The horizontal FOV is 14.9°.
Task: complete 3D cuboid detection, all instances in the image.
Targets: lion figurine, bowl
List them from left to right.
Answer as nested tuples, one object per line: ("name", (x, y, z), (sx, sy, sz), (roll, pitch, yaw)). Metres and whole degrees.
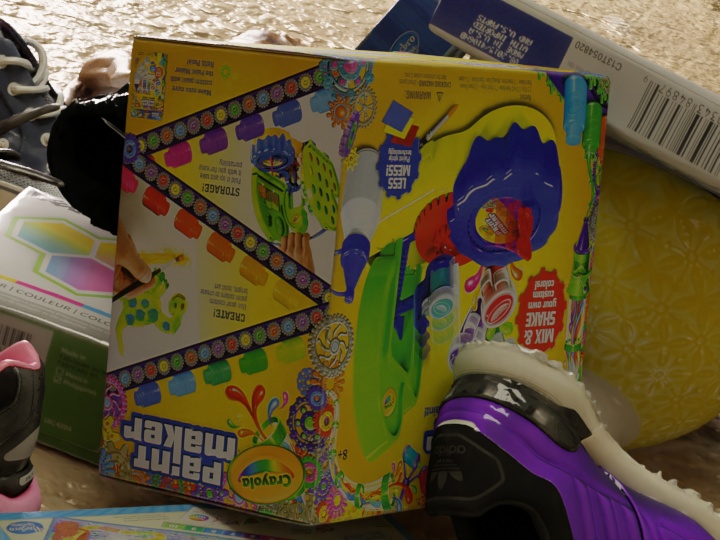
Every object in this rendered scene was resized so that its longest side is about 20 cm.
("lion figurine", (-0.105, -0.110, 1.629), (0.200, 0.073, 0.122), (5, 17, -20))
("bowl", (0.102, 0.035, 1.351), (0.200, 0.200, 0.108), (19, 62, 4))

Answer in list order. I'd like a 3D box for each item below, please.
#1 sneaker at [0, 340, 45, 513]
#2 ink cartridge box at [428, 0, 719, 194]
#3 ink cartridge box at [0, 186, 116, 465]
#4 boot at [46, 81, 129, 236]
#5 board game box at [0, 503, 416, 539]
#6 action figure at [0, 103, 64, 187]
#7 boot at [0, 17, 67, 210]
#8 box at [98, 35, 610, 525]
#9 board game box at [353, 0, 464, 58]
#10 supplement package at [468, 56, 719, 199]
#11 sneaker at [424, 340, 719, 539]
("sneaker", (-0.219, 0.039, 1.141), (0.200, 0.095, 0.079), (17, 23, 3))
("ink cartridge box", (0.158, -0.070, 1.352), (0.200, 0.041, 0.200), (32, 7, 36))
("ink cartridge box", (-0.133, 0.015, 1.313), (0.104, 0.059, 0.200), (20, 21, 6))
("boot", (-0.095, -0.058, 1.340), (0.200, 0.076, 0.168), (31, 8, 35))
("board game box", (-0.044, 0.142, 1.106), (0.200, 0.034, 0.134), (1, 27, -37))
("action figure", (-0.226, -0.034, 1.194), (0.200, 0.119, 0.102), (-15, -10, 35))
("boot", (-0.180, -0.081, 1.467), (0.200, 0.090, 0.073), (17, 21, -1))
("box", (0.000, 0.000, 1.215), (0.122, 0.193, 0.200), (10, 8, 36))
("board game box", (0.006, -0.094, 1.501), (0.043, 0.200, 0.199), (44, 23, 1))
("supplement package", (0.136, -0.032, 1.488), (0.200, 0.114, 0.110), (18, 22, 5))
("sneaker", (0.090, 0.123, 1.189), (0.070, 0.100, 0.200), (-8, -40, 43))
